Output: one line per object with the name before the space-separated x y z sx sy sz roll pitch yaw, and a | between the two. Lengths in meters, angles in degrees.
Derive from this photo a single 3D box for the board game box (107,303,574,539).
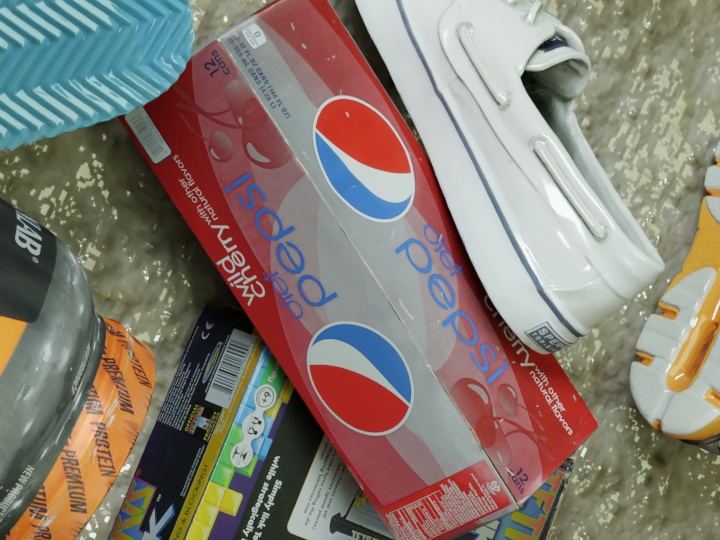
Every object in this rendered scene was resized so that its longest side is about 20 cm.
board game box | -0.023 0.135 0.939 0.165 0.057 0.201 26 84 -35

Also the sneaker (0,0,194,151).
sneaker | -0.159 -0.074 0.809 0.199 0.081 0.077 -11 116 -9

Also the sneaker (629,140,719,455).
sneaker | 0.189 -0.007 1.042 0.077 0.078 0.200 38 81 -44

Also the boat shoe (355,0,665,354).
boat shoe | 0.055 -0.068 0.890 0.074 0.065 0.201 17 46 -62

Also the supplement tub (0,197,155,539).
supplement tub | -0.170 0.011 0.733 0.200 0.122 0.123 35 80 -21

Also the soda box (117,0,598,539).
soda box | 0.000 0.000 0.876 0.200 0.063 0.070 58 39 -4
